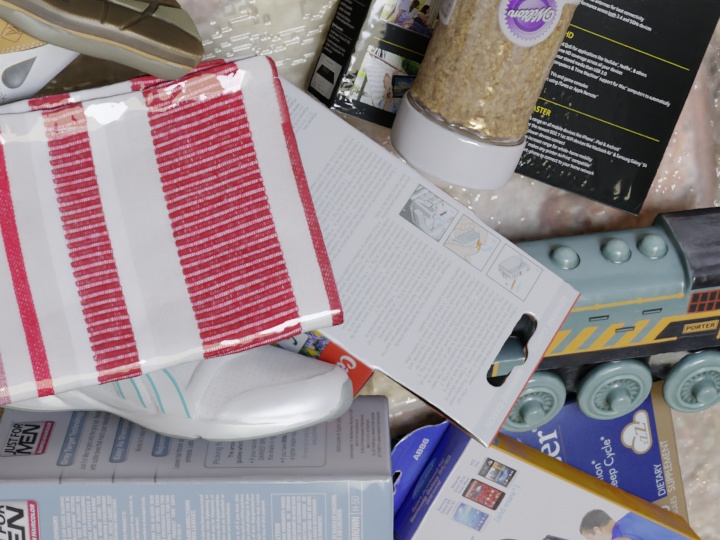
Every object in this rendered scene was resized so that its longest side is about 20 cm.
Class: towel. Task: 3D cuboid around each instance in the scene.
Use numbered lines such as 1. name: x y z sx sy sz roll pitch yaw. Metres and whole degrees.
1. towel: -0.119 -0.020 0.951 0.199 0.023 0.145 -13 75 -10

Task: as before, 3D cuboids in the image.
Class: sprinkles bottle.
1. sprinkles bottle: 0.078 -0.142 1.003 0.068 0.068 0.201 12 114 -20

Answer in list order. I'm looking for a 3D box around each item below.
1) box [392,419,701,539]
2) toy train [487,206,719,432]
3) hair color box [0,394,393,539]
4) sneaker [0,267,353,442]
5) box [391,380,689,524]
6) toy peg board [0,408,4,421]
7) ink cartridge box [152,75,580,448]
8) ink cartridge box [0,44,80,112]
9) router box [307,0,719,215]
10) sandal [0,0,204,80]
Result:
1. box: 0.092 0.167 1.177 0.199 0.041 0.120 25 102 -25
2. toy train: 0.141 0.024 1.136 0.198 0.086 0.115 -6 134 -13
3. hair color box: -0.084 0.109 0.996 0.198 0.099 0.061 0 110 0
4. sneaker: -0.100 0.035 0.976 0.199 0.070 0.081 8 98 9
5. box: 0.097 0.137 1.207 0.199 0.032 0.122 -17 113 -9
6. toy peg board: -0.153 0.091 1.093 0.197 0.098 0.202 -2 109 0
7. ink cartridge box: 0.000 0.000 1.012 0.199 0.050 0.109 35 61 0
8. ink cartridge box: -0.184 -0.169 0.981 0.200 0.084 0.145 -41 115 1
9. router box: 0.090 -0.131 1.096 0.199 0.051 0.150 18 101 -22
10. sandal: -0.166 -0.128 0.922 0.199 0.081 0.054 23 124 -27
